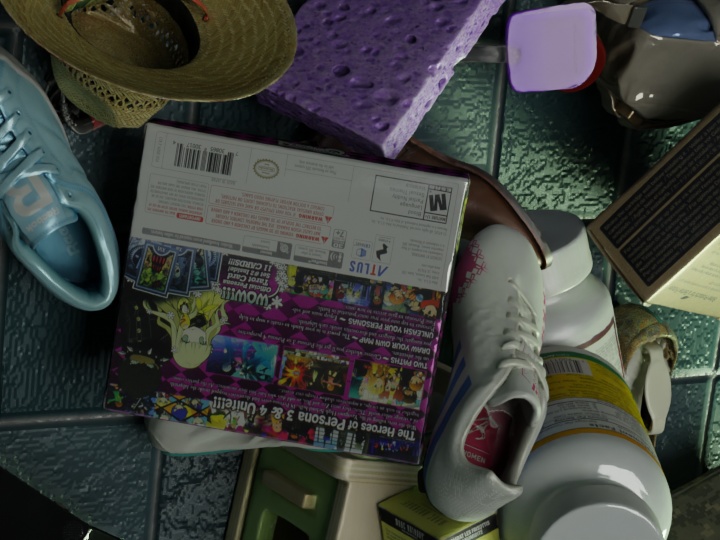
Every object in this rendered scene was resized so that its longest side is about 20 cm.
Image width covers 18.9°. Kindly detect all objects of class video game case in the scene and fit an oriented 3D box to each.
[{"bbox_3d":[-0.046,0.013,1.318,0.199,0.036,0.182,9,100,1],"label":"video game case"}]

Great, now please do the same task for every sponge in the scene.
[{"bbox_3d":[0.027,-0.170,1.386,0.200,0.111,0.030,-54,150,-16],"label":"sponge"}]

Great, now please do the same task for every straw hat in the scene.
[{"bbox_3d":[-0.141,-0.135,1.278,0.201,0.201,0.085,-4,138,-34],"label":"straw hat"}]

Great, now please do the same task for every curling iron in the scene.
[{"bbox_3d":[-0.110,-0.135,1.362,0.200,0.026,0.050,-23,112,-28],"label":"curling iron"}]

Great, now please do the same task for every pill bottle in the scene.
[{"bbox_3d":[0.131,0.065,1.534,0.109,0.109,0.200,-26,116,-27],"label":"pill bottle"},{"bbox_3d":[0.139,0.138,1.397,0.112,0.200,0.113,-1,113,-3],"label":"pill bottle"}]

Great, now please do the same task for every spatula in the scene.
[{"bbox_3d":[0.057,-0.142,1.426,0.199,0.021,0.057,-4,105,1],"label":"spatula"}]

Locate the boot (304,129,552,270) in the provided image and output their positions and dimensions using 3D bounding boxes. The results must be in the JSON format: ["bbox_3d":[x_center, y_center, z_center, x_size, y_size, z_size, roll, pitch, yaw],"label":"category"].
[{"bbox_3d":[0.000,0.000,1.416,0.186,0.064,0.200,39,72,7],"label":"boot"}]

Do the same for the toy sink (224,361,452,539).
[{"bbox_3d":[-0.010,0.153,1.449,0.112,0.130,0.201,8,99,-36],"label":"toy sink"}]

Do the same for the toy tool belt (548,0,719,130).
[{"bbox_3d":[0.194,-0.168,1.528,0.200,0.123,0.125,1,125,-25],"label":"toy tool belt"}]

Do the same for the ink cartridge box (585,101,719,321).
[{"bbox_3d":[0.269,-0.049,1.535,0.165,0.075,0.200,-43,160,16],"label":"ink cartridge box"}]

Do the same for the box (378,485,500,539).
[{"bbox_3d":[0.063,0.241,1.398,0.050,0.075,0.200,-20,112,-29],"label":"box"}]

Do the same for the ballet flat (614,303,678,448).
[{"bbox_3d":[0.201,0.126,1.627,0.071,0.071,0.201,-1,104,-34],"label":"ballet flat"}]

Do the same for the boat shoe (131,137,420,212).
[{"bbox_3d":[-0.049,-0.052,1.369,0.199,0.070,0.066,-11,76,3],"label":"boat shoe"}]

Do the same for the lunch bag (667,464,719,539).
[{"bbox_3d":[0.282,0.245,1.670,0.200,0.139,0.168,-25,150,-28],"label":"lunch bag"}]

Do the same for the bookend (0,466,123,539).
[{"bbox_3d":[-0.246,0.147,1.291,0.092,0.198,0.200,-57,170,-8],"label":"bookend"}]

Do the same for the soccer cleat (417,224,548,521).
[{"bbox_3d":[0.091,0.059,1.343,0.070,0.086,0.200,22,66,-24],"label":"soccer cleat"}]

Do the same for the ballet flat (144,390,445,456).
[{"bbox_3d":[-0.046,0.080,1.378,0.199,0.069,0.070,-4,111,12],"label":"ballet flat"}]

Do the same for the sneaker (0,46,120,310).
[{"bbox_3d":[-0.197,-0.058,1.282,0.074,0.082,0.200,-38,122,-3],"label":"sneaker"}]
